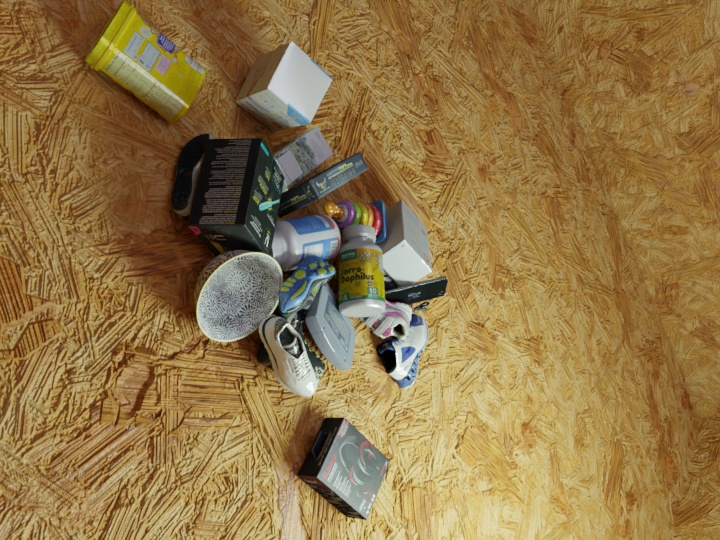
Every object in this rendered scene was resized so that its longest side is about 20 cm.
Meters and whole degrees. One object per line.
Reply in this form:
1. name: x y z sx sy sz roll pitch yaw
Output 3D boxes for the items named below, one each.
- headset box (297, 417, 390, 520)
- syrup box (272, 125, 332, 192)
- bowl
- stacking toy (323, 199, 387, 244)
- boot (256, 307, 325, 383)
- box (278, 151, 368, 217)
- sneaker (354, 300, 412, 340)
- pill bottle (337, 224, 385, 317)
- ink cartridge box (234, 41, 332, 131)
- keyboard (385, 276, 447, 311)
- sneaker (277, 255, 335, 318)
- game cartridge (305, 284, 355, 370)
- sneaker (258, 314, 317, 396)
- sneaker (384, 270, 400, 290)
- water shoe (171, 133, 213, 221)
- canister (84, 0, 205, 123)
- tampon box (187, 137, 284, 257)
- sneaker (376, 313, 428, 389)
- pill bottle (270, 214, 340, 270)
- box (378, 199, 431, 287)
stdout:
1. headset box: -0.040 0.441 1.309 0.200 0.074 0.150 48 50 -24
2. syrup box: -0.161 -0.261 1.387 0.079 0.081 0.200 58 46 -17
3. bowl: -0.262 0.033 1.170 0.199 0.094 0.204 -28 135 -31
4. stacking toy: -0.028 -0.132 1.440 0.199 0.108 0.119 15 67 -52
5. boot: -0.135 0.158 1.303 0.154 0.073 0.206 46 52 -30
6. box: -0.096 -0.205 1.382 0.199 0.156 0.052 -39 106 -42
7. sneaker: 0.051 0.118 1.454 0.197 0.082 0.089 15 42 -24
8. pill bottle: 0.000 0.000 1.376 0.112 0.112 0.204 14 67 -41
9. ink cartridge box: -0.186 -0.416 1.339 0.128 0.198 0.127 33 75 -33
10. keyboard: 0.136 0.074 1.535 0.196 0.128 0.021 -12 49 -17
11. sneaker: -0.122 0.033 1.252 0.070 0.083 0.200 33 38 8
12. game cartridge: -0.067 0.133 1.341 0.135 0.041 0.202 -75 147 -43
13. sneaker: -0.139 0.185 1.194 0.076 0.080 0.202 -43 118 -33
14. sneaker: 0.021 0.038 1.498 0.200 0.073 0.113 45 59 -23
15. water shoe: -0.342 -0.192 1.212 0.079 0.070 0.203 56 39 -56
16. canister: -0.426 -0.413 1.166 0.199 0.086 0.151 36 56 -34
17. tampon box: -0.250 -0.145 1.188 0.150 0.124 0.204 66 28 -63
18. sneaker: 0.108 0.196 1.522 0.115 0.080 0.202 36 57 -34
19. pill bottle: -0.149 -0.062 1.320 0.198 0.111 0.114 -14 88 -46
20. box: 0.112 -0.072 1.540 0.124 0.097 0.202 45 26 -26
